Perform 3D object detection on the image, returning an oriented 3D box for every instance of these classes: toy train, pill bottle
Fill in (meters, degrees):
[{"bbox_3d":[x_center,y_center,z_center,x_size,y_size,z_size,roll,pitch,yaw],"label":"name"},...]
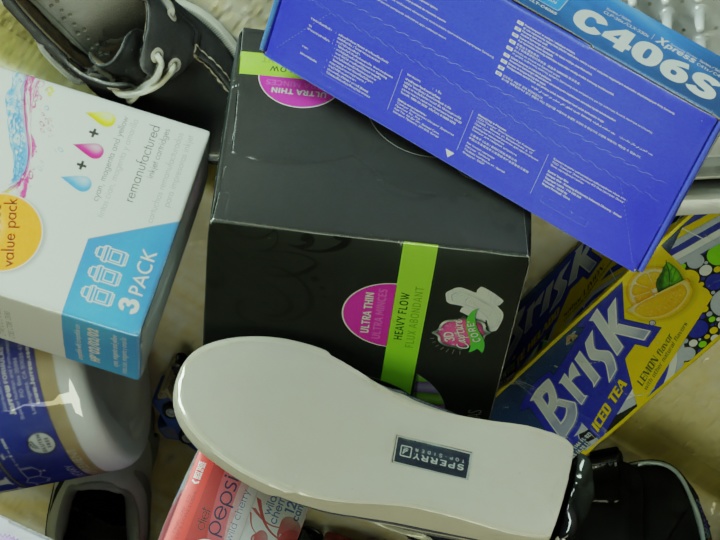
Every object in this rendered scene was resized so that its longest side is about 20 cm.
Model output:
[{"bbox_3d":[-0.069,0.126,1.121,0.046,0.034,0.201,-13,124,24],"label":"toy train"},{"bbox_3d":[-0.224,0.066,1.034,0.199,0.120,0.120,-12,123,12],"label":"pill bottle"}]

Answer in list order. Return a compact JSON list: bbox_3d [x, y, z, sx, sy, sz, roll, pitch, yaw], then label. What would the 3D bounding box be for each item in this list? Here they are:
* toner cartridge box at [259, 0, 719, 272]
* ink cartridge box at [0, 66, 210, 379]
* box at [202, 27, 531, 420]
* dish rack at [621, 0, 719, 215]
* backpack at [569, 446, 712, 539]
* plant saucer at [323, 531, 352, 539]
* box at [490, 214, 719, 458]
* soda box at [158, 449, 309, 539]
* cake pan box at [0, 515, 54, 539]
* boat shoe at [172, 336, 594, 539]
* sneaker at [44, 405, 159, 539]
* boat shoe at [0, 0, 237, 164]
[{"bbox_3d":[0.059,-0.090,0.831,0.199,0.043,0.095,31,134,9],"label":"toner cartridge box"},{"bbox_3d":[-0.186,-0.036,0.946,0.199,0.116,0.068,17,158,1],"label":"ink cartridge box"},{"bbox_3d":[0.000,0.000,0.946,0.148,0.125,0.201,6,142,-1],"label":"box"},{"bbox_3d":[0.156,-0.119,0.843,0.170,0.044,0.201,-3,123,10],"label":"dish rack"},{"bbox_3d":[0.125,0.227,1.078,0.176,0.201,0.151,-12,143,10],"label":"backpack"},{"bbox_3d":[0.035,0.278,1.114,0.037,0.200,0.200,-22,120,17],"label":"plant saucer"},{"bbox_3d":[0.143,0.019,1.016,0.070,0.064,0.200,34,119,-19],"label":"box"},{"bbox_3d":[-0.075,0.146,1.007,0.063,0.070,0.200,22,165,-3],"label":"soda box"},{"bbox_3d":[-0.119,0.195,0.996,0.199,0.053,0.184,25,160,-1],"label":"cake pan box"},{"bbox_3d":[0.004,0.095,0.910,0.199,0.075,0.093,20,157,-2],"label":"boat shoe"},{"bbox_3d":[-0.155,0.171,1.123,0.074,0.089,0.201,2,126,0],"label":"sneaker"},{"bbox_3d":[-0.120,-0.118,0.938,0.074,0.060,0.200,-31,118,16],"label":"boat shoe"}]
